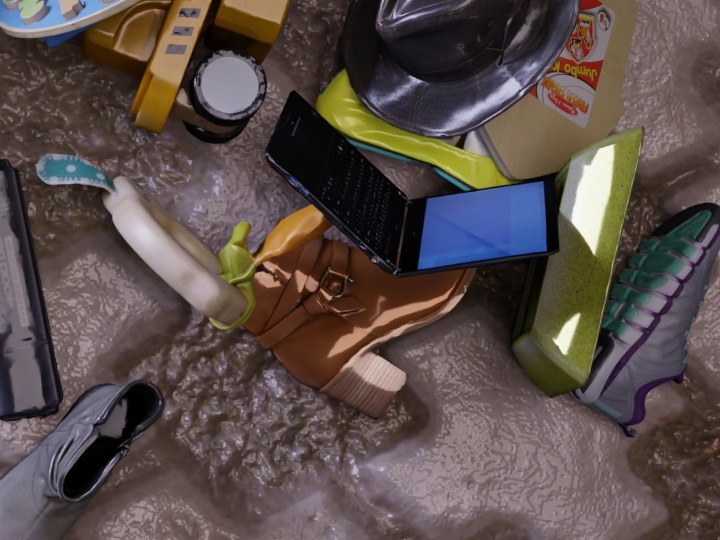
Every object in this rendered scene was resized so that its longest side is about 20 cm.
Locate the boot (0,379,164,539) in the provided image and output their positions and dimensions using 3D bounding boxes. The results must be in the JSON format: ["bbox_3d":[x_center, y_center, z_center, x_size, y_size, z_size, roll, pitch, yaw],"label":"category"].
[{"bbox_3d":[-0.226,0.160,1.413,0.068,0.131,0.200,37,78,-9],"label":"boot"}]

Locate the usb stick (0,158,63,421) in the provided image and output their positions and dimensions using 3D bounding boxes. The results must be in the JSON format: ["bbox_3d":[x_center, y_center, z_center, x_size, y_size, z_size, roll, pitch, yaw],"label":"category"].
[{"bbox_3d":[-0.271,0.017,1.462,0.055,0.033,0.201,-11,90,-8],"label":"usb stick"}]

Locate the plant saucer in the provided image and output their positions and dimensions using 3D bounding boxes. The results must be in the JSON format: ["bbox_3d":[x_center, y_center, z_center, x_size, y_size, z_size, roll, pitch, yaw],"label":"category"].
[{"bbox_3d":[0.163,-0.006,1.498,0.048,0.200,0.201,14,83,-1],"label":"plant saucer"}]

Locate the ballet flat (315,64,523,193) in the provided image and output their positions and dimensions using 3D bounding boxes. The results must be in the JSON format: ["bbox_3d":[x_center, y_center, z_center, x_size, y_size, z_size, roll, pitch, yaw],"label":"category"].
[{"bbox_3d":[0.061,-0.108,1.535,0.199,0.067,0.067,23,103,-10],"label":"ballet flat"}]

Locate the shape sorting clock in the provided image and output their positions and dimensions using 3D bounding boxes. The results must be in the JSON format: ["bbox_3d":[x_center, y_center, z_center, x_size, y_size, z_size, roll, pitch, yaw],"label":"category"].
[{"bbox_3d":[-0.188,-0.239,1.421,0.200,0.200,0.039,-40,129,-13],"label":"shape sorting clock"}]

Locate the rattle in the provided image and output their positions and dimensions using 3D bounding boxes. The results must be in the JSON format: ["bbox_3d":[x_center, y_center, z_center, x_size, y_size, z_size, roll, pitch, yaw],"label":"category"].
[{"bbox_3d":[-0.133,-0.063,1.443,0.200,0.130,0.143,47,112,20],"label":"rattle"}]

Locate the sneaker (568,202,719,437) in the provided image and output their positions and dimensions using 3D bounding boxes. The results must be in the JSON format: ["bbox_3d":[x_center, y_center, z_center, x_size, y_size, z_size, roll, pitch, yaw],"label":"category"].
[{"bbox_3d":[0.253,0.040,1.588,0.087,0.074,0.200,39,87,-23],"label":"sneaker"}]

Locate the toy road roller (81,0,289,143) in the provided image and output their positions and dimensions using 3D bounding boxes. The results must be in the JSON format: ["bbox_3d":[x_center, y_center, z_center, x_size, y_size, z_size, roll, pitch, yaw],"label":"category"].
[{"bbox_3d":[-0.129,-0.201,1.467,0.145,0.123,0.201,21,82,-8],"label":"toy road roller"}]

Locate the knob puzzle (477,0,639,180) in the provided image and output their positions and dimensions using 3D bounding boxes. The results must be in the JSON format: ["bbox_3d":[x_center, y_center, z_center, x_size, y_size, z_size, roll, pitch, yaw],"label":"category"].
[{"bbox_3d":[0.140,-0.167,1.554,0.219,0.030,0.221,2,87,-40],"label":"knob puzzle"}]

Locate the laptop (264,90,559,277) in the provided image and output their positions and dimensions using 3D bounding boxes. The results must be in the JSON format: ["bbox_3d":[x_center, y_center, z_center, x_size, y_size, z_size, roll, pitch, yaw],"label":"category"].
[{"bbox_3d":[0.041,-0.075,1.419,0.200,0.177,0.103,43,107,-10],"label":"laptop"}]

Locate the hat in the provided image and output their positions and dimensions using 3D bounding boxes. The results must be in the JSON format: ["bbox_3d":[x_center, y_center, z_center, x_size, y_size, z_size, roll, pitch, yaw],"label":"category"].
[{"bbox_3d":[0.063,-0.203,1.446,0.200,0.081,0.202,-5,77,23],"label":"hat"}]

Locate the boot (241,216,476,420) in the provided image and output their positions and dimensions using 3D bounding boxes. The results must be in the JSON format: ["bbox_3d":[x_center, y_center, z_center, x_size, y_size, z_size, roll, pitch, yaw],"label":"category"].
[{"bbox_3d":[0.000,0.000,1.516,0.154,0.074,0.200,35,76,-6],"label":"boot"}]
